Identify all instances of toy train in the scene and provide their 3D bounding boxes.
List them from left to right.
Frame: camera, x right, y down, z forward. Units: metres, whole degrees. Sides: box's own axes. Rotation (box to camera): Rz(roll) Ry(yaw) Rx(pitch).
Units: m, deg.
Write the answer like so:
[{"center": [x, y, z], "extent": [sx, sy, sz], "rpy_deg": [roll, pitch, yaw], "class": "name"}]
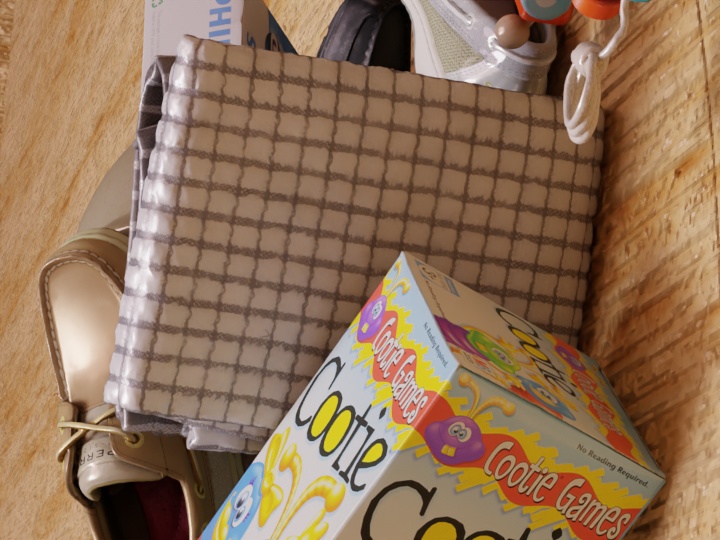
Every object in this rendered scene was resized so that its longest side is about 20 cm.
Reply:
[{"center": [0.103, -0.132, 1.149], "extent": [0.200, 0.055, 0.151], "rpy_deg": [-104, 24, -64], "class": "toy train"}]

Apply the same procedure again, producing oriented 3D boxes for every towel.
[{"center": [-0.006, -0.005, 1.205], "extent": [0.086, 0.200, 0.166], "rpy_deg": [-159, 77, -72], "class": "towel"}]

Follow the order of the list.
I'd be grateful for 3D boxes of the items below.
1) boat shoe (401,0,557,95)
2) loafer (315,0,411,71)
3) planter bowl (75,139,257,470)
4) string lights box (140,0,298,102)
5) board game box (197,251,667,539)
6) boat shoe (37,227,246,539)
[{"center": [0.050, -0.145, 1.338], "extent": [0.202, 0.074, 0.065], "rpy_deg": [-101, 29, -43], "class": "boat shoe"}, {"center": [0.008, -0.042, 1.466], "extent": [0.068, 0.070, 0.201], "rpy_deg": [-15, -65, -57], "class": "loafer"}, {"center": [-0.057, 0.018, 1.323], "extent": [0.135, 0.200, 0.201], "rpy_deg": [-29, -42, -56], "class": "planter bowl"}, {"center": [-0.052, -0.058, 1.521], "extent": [0.200, 0.059, 0.103], "rpy_deg": [55, -149, -57], "class": "string lights box"}, {"center": [0.010, 0.113, 1.137], "extent": [0.200, 0.103, 0.105], "rpy_deg": [-54, 24, 14], "class": "board game box"}, {"center": [-0.093, 0.080, 1.240], "extent": [0.074, 0.066, 0.200], "rpy_deg": [-24, 89, 35], "class": "boat shoe"}]
